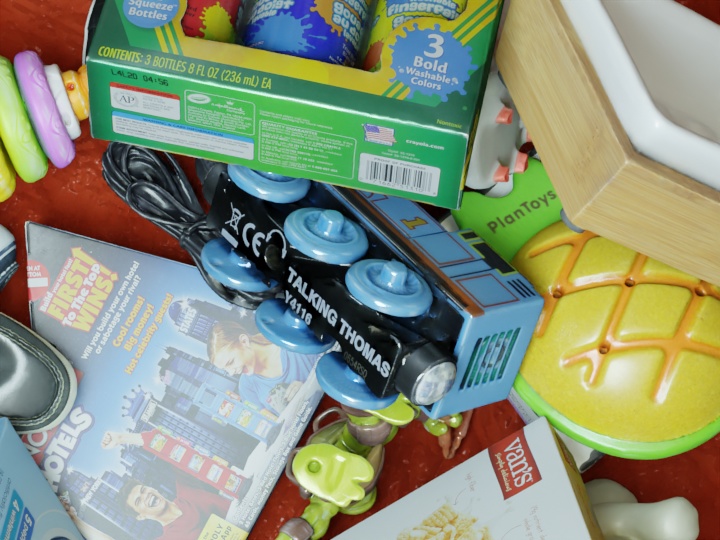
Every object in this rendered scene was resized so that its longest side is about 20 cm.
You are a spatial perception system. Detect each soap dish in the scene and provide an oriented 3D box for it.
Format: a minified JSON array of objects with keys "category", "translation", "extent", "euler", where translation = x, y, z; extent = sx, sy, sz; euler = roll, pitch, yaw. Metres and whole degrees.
[{"category":"soap dish","translation":[0.168,-0.068,1.195],"extent":[0.081,0.199,0.158],"euler":[-46,43,26]}]

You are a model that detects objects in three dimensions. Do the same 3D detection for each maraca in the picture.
[{"category":"maraca","translation":[0.128,0.018,1.242],"extent":[0.136,0.107,0.200],"euler":[-28,62,-21]}]

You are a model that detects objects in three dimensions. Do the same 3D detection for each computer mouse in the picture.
[{"category":"computer mouse","translation":[-0.042,-0.073,1.329],"extent":[0.138,0.053,0.200],"euler":[41,72,17]}]

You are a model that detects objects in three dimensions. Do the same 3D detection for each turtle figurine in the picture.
[{"category":"turtle figurine","translation":[0.000,0.101,1.278],"extent":[0.064,0.161,0.200],"euler":[43,75,13]}]

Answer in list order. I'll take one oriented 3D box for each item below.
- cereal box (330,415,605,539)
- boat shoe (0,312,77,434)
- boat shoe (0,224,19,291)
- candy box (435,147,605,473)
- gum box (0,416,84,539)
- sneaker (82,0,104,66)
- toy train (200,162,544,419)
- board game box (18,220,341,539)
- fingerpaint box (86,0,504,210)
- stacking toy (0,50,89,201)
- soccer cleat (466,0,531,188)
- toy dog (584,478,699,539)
[{"category":"cereal box","translation":[0.033,0.172,1.160],"extent":[0.199,0.144,0.040],"euler":[-32,120,9]},{"category":"boat shoe","translation":[-0.253,0.040,1.246],"extent":[0.199,0.068,0.072],"euler":[24,92,-1]},{"category":"boat shoe","translation":[-0.240,0.075,1.315],"extent":[0.091,0.071,0.201],"euler":[36,90,-1]},{"category":"candy box","translation":[0.152,-0.005,1.330],"extent":[0.199,0.072,0.168],"euler":[-35,87,-5]},{"category":"gum box","translation":[-0.175,0.209,1.208],"extent":[0.044,0.170,0.201],"euler":[-16,122,16]},{"category":"sneaker","translation":[-0.110,-0.187,1.318],"extent":[0.073,0.112,0.201],"euler":[26,84,2]},{"category":"toy train","translation":[0.000,0.000,1.208],"extent":[0.200,0.114,0.087],"euler":[43,127,35]},{"category":"board game box","translation":[-0.130,0.067,1.319],"extent":[0.199,0.062,0.201],"euler":[29,84,1]},{"category":"fingerpaint box","translation":[-0.027,-0.137,1.191],"extent":[0.198,0.074,0.168],"euler":[12,58,4]},{"category":"stacking toy","translation":[-0.202,-0.087,1.299],"extent":[0.199,0.110,0.117],"euler":[-21,63,-3]},{"category":"soccer cleat","translation":[0.068,-0.106,1.294],"extent":[0.077,0.200,0.070],"euler":[9,122,12]},{"category":"toy dog","translation":[0.119,0.198,1.245],"extent":[0.193,0.200,0.141],"euler":[-21,85,-4]}]
